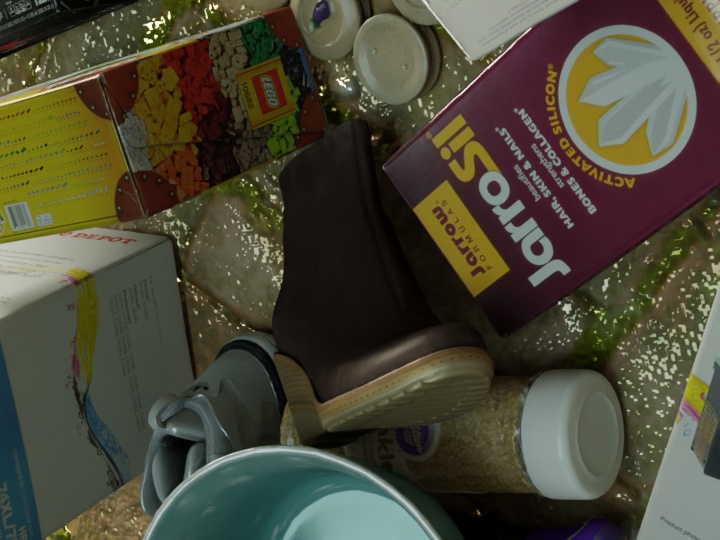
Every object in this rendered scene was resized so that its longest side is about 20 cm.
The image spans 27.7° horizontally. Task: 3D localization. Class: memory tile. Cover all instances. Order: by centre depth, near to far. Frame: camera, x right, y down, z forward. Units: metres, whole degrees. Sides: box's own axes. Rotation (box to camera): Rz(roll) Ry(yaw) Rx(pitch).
[{"bbox_3d":[-0.021,-0.197,0.793,0.199,0.017,0.154,37,127,19],"label":"memory tile"}]

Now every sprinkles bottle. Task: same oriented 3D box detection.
[{"bbox_3d":[0.048,0.093,0.827,0.199,0.068,0.069,-6,105,39],"label":"sprinkles bottle"}]

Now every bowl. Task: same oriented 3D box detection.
[{"bbox_3d":[-0.013,0.183,0.789,0.199,0.105,0.203,3,97,24],"label":"bowl"}]

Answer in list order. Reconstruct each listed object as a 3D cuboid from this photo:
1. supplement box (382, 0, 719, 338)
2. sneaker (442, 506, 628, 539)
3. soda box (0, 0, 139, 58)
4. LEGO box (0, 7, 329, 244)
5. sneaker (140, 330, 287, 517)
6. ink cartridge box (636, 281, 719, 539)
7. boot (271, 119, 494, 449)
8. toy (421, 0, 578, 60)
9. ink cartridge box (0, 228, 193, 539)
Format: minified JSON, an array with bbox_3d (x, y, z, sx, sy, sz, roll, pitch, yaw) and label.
[{"bbox_3d":[0.119,-0.070,0.694,0.111,0.085,0.200,54,130,5],"label":"supplement box"},{"bbox_3d":[0.061,0.174,0.849,0.200,0.069,0.100,-39,81,40],"label":"sneaker"},{"bbox_3d":[-0.237,-0.171,0.930,0.199,0.071,0.064,-13,96,39],"label":"soda box"},{"bbox_3d":[-0.143,-0.078,0.837,0.199,0.148,0.078,-7,106,42],"label":"LEGO box"},{"bbox_3d":[-0.072,0.149,0.909,0.075,0.115,0.202,-4,106,38],"label":"sneaker"},{"bbox_3d":[0.201,0.055,0.645,0.083,0.144,0.202,26,122,26],"label":"ink cartridge box"},{"bbox_3d":[0.000,0.000,0.765,0.200,0.072,0.168,152,116,-62],"label":"boot"},{"bbox_3d":[0.067,-0.154,0.644,0.047,0.115,0.201,55,-176,-41],"label":"toy"},{"bbox_3d":[-0.225,0.070,0.936,0.146,0.200,0.148,7,114,35],"label":"ink cartridge box"}]
